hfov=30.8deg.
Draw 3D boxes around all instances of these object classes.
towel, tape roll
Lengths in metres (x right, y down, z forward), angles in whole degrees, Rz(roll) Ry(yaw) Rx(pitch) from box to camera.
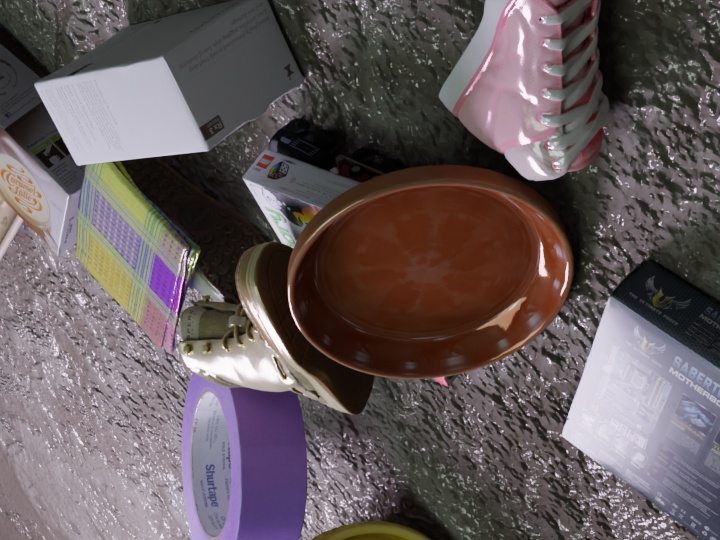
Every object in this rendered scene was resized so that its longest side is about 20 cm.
[{"bbox_3d":[-0.203,-0.018,1.174,0.144,0.023,0.201,46,149,14],"label":"towel"},{"bbox_3d":[-0.113,0.181,1.236,0.200,0.065,0.203,180,90,-66],"label":"tape roll"}]

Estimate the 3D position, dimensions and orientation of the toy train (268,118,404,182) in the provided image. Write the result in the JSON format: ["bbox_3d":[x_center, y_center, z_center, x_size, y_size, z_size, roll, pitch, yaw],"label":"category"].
[{"bbox_3d":[0.009,-0.064,0.973,0.199,0.046,0.034,27,140,31],"label":"toy train"}]

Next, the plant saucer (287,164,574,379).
[{"bbox_3d":[0.048,0.001,0.907,0.197,0.033,0.202,-3,137,-2],"label":"plant saucer"}]

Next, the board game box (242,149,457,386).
[{"bbox_3d":[0.000,0.000,1.003,0.125,0.035,0.201,23,154,39],"label":"board game box"}]

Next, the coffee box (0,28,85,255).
[{"bbox_3d":[-0.326,-0.129,1.264,0.200,0.080,0.115,44,146,8],"label":"coffee box"}]

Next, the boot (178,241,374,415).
[{"bbox_3d":[-0.089,0.043,1.055,0.154,0.073,0.200,8,152,31],"label":"boot"}]

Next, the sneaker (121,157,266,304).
[{"bbox_3d":[-0.145,-0.018,1.185,0.200,0.067,0.090,41,153,13],"label":"sneaker"}]

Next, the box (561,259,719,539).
[{"bbox_3d":[0.239,0.108,0.867,0.199,0.051,0.159,35,143,23],"label":"box"}]

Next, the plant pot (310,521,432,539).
[{"bbox_3d":[-0.005,0.348,1.270,0.201,0.200,0.189,49,162,0],"label":"plant pot"}]

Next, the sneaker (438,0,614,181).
[{"bbox_3d":[0.119,-0.123,0.763,0.105,0.075,0.201,49,154,10],"label":"sneaker"}]

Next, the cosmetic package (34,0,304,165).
[{"bbox_3d":[-0.152,-0.146,1.023,0.199,0.113,0.082,-3,121,48],"label":"cosmetic package"}]

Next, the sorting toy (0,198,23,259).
[{"bbox_3d":[-0.433,-0.120,1.444,0.201,0.036,0.185,55,146,2],"label":"sorting toy"}]
